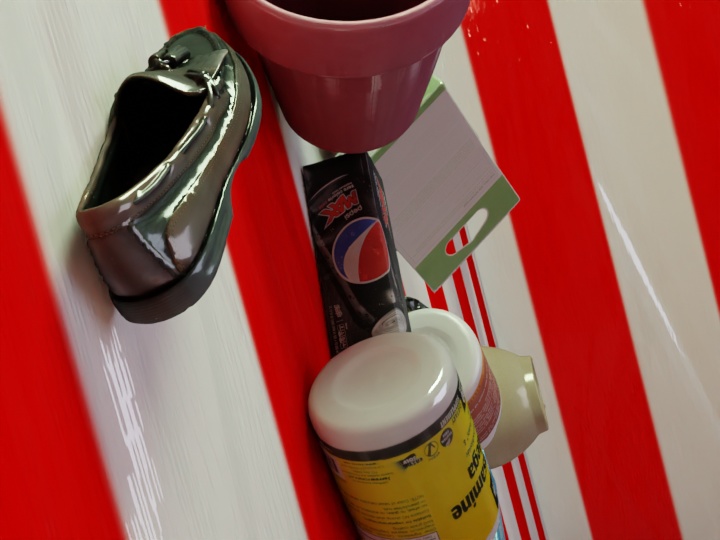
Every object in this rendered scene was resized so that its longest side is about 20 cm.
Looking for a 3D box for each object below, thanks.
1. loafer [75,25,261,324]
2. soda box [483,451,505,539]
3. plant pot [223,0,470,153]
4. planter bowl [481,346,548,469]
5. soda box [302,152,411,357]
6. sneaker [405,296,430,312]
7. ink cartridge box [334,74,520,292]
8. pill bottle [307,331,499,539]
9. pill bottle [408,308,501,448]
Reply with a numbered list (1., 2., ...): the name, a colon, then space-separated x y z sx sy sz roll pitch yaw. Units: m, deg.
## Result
1. loafer: -0.092 -0.067 0.509 0.202 0.071 0.063 -91 157 -46
2. soda box: 0.128 0.308 1.195 0.202 0.067 0.065 -94 165 -46
3. plant pot: -0.009 -0.202 0.859 0.180 0.196 0.203 88 -6 -57
4. planter bowl: 0.223 0.209 1.685 0.200 0.132 0.204 -16 90 -80
5. soda box: 0.000 0.000 0.934 0.071 0.062 0.204 54 23 -64
6. sneaker: 0.074 0.109 1.228 0.072 0.072 0.202 23 -30 51
7. ink cartridge box: 0.069 -0.089 1.099 0.048 0.146 0.200 42 -3 44
8. pill bottle: 0.041 0.157 0.795 0.113 0.110 0.203 -89 161 -58
9. pill bottle: 0.087 0.127 1.096 0.200 0.110 0.114 57 20 -60
